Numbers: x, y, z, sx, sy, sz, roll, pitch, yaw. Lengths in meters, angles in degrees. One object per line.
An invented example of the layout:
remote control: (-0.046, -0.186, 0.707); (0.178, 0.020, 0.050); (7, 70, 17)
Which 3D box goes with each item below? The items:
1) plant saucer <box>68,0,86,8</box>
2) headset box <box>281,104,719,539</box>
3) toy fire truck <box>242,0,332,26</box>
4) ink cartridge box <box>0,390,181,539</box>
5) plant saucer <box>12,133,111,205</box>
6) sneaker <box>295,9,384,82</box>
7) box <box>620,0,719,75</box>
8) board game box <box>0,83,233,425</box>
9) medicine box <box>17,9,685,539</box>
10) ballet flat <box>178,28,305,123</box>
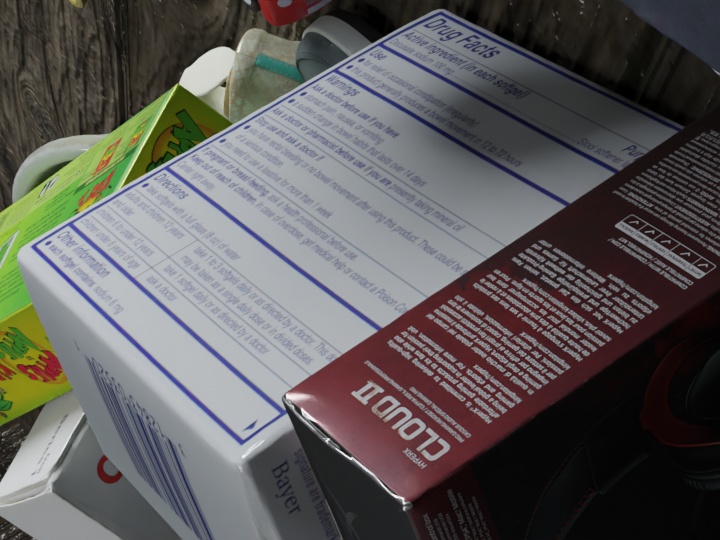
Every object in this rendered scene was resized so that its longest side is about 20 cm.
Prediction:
plant saucer: (-0.199, -0.268, 1.107); (0.200, 0.048, 0.201); (47, 161, 35)
headset box: (0.078, 0.065, 0.638); (0.075, 0.199, 0.149); (36, 153, 51)
toy fire truck: (-0.081, -0.204, 0.847); (0.200, 0.049, 0.141); (49, 169, 27)
ink cartridge box: (-0.044, 0.094, 0.944); (0.200, 0.147, 0.084); (37, 153, -18)
plant saucer: (-0.070, -0.009, 1.008); (0.199, 0.050, 0.201); (22, 150, 13)
sneaker: (0.000, 0.000, 0.887); (0.201, 0.120, 0.084); (57, 164, 1)
box: (0.053, -0.175, 0.413); (0.197, 0.117, 0.201); (44, 160, 40)
board game box: (-0.126, 0.001, 0.915); (0.048, 0.102, 0.200); (35, 151, -18)
medicine box: (0.012, 0.015, 0.738); (0.182, 0.199, 0.103); (36, 151, 52)
ballet flat: (-0.062, -0.080, 1.013); (0.062, 0.068, 0.200); (21, 163, -16)
